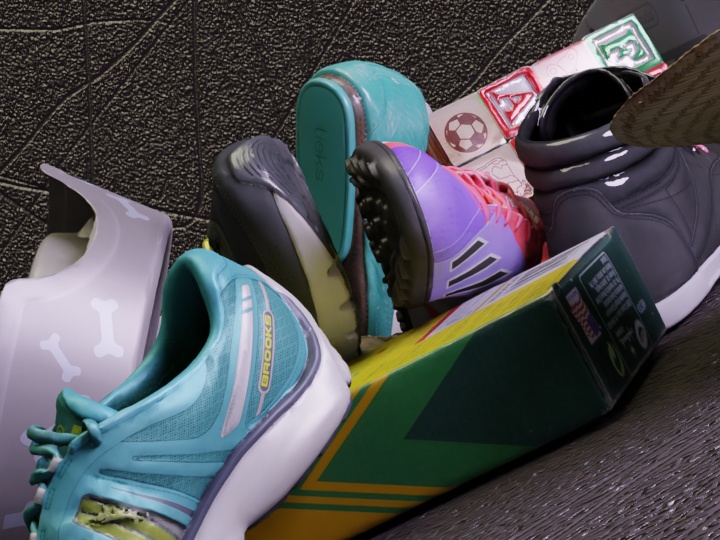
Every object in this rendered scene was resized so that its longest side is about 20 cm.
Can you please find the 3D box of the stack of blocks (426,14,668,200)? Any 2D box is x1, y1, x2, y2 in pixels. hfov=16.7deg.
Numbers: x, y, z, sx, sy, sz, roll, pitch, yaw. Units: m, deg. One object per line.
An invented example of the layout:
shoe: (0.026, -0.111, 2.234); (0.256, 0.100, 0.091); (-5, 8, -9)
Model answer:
stack of blocks: (0.089, -0.039, 1.222); (0.115, 0.059, 0.200); (-28, -16, -11)

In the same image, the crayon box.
crayon box: (0.010, 0.058, 0.926); (0.200, 0.051, 0.127); (-27, 3, 20)

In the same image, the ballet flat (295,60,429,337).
ballet flat: (0.000, 0.000, 1.140); (0.070, 0.200, 0.067); (-9, 26, -40)

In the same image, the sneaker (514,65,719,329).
sneaker: (0.122, -0.049, 1.041); (0.071, 0.099, 0.200); (-9, 17, 23)

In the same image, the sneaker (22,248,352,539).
sneaker: (-0.086, 0.080, 0.821); (0.077, 0.080, 0.200); (-3, 47, 53)

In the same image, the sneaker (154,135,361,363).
sneaker: (-0.047, 0.029, 1.013); (0.085, 0.075, 0.200); (-17, -41, -8)

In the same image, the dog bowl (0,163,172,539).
dog bowl: (-0.121, 0.058, 1.008); (0.059, 0.200, 0.200); (11, 1, -4)

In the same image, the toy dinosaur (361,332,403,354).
toy dinosaur: (0.085, 0.013, 1.131); (0.200, 0.047, 0.088); (-25, 5, -12)

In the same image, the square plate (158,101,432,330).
square plate: (-0.022, 0.010, 1.285); (0.200, 0.028, 0.198); (-40, -17, -1)

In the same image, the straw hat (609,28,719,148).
straw hat: (0.185, -0.048, 0.793); (0.201, 0.085, 0.201); (-23, -9, -4)

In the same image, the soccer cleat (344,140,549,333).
soccer cleat: (0.040, -0.018, 0.990); (0.073, 0.068, 0.200); (-19, -13, 1)

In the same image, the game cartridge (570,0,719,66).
game cartridge: (0.166, -0.088, 1.193); (0.040, 0.133, 0.200); (-30, 3, -15)
